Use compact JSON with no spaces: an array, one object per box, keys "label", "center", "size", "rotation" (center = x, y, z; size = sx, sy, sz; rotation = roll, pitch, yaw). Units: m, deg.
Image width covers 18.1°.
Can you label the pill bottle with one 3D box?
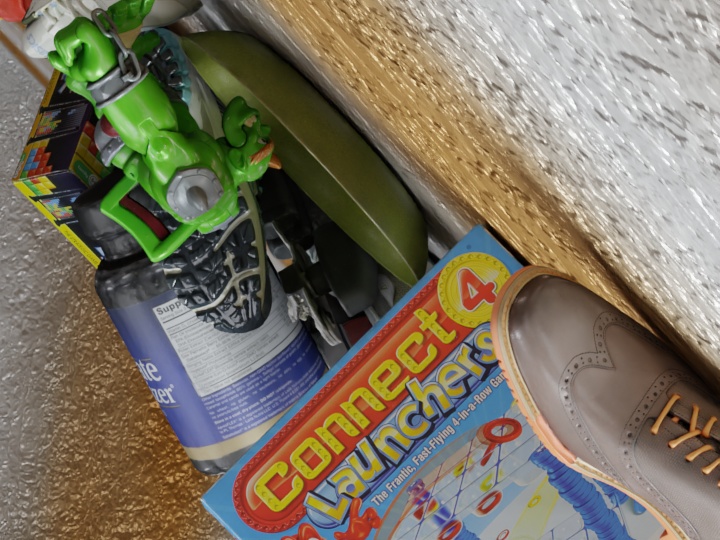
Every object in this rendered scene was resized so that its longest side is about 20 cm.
[{"label":"pill bottle","center":[-0.105,0.024,1.478],"size":[0.201,0.112,0.112],"rotation":[62,171,-14]}]

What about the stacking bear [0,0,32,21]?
[{"label":"stacking bear","center":[-0.231,-0.212,1.487],"size":[0.200,0.122,0.114],"rotation":[34,179,18]}]

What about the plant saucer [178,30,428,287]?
[{"label":"plant saucer","center":[-0.025,-0.071,1.300],"size":[0.200,0.031,0.200],"rotation":[45,176,4]}]

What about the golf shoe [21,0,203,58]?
[{"label":"golf shoe","center":[-0.152,-0.153,1.314],"size":[0.078,0.097,0.200],"rotation":[48,173,-8]}]

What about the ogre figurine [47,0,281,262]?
[{"label":"ogre figurine","center":[-0.112,-0.076,1.238],"size":[0.120,0.098,0.200],"rotation":[56,161,3]}]

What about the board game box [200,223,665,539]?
[{"label":"board game box","center":[0.059,0.116,1.118],"size":[0.196,0.200,0.056],"rotation":[44,174,11]}]

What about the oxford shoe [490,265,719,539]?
[{"label":"oxford shoe","center":[0.137,0.069,0.952],"size":[0.200,0.071,0.073],"rotation":[43,157,-19]}]

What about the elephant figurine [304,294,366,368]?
[{"label":"elephant figurine","center":[0.016,0.065,1.579],"size":[0.141,0.155,0.201],"rotation":[-21,85,49]}]

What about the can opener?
[{"label":"can opener","center":[-0.041,-0.036,1.443],"size":[0.200,0.066,0.053],"rotation":[64,-175,36]}]

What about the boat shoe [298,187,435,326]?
[{"label":"boat shoe","center":[0.001,0.001,1.460],"size":[0.202,0.065,0.074],"rotation":[40,173,47]}]

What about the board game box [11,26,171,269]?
[{"label":"board game box","center":[-0.145,-0.069,1.591],"size":[0.057,0.166,0.200],"rotation":[-9,140,32]}]

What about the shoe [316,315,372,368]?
[{"label":"shoe","center":[0.041,0.080,1.441],"size":[0.072,0.091,0.200],"rotation":[60,180,-33]}]

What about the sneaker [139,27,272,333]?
[{"label":"sneaker","center":[-0.085,-0.059,1.397],"size":[0.086,0.077,0.201],"rotation":[-3,-109,-54]}]
